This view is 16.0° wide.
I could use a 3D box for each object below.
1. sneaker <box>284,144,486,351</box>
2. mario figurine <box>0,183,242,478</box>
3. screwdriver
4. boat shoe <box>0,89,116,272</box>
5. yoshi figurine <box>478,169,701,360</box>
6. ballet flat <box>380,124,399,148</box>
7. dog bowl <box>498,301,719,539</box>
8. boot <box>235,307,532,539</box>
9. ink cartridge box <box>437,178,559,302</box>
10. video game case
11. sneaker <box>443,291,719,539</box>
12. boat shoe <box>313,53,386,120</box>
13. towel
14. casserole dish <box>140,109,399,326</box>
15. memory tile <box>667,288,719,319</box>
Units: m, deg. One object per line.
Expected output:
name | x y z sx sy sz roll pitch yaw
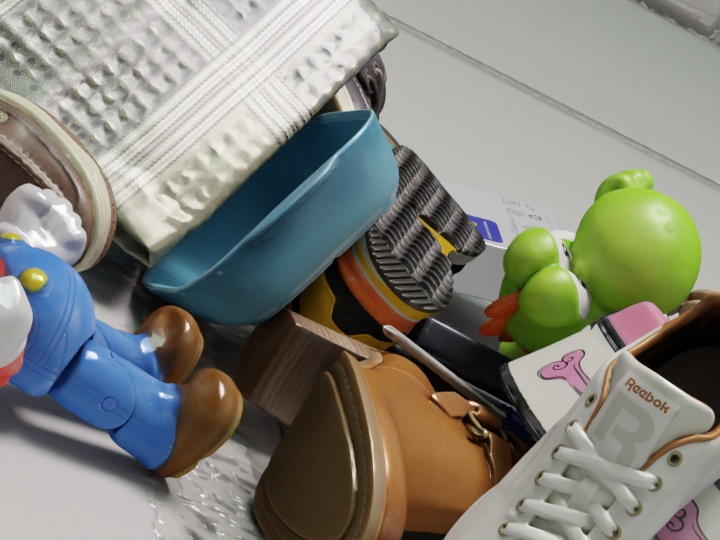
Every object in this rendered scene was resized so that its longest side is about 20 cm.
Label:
sneaker | 0.000 0.000 1.237 0.070 0.090 0.200 51 15 -5
mario figurine | -0.128 0.001 0.969 0.200 0.106 0.123 29 -22 -36
screwdriver | 0.061 0.059 1.196 0.028 0.029 0.200 26 -12 38
boat shoe | -0.199 -0.053 1.124 0.202 0.075 0.075 30 27 27
yoshi figurine | 0.132 0.012 1.240 0.112 0.112 0.200 29 -1 21
ballet flat | -0.058 -0.091 1.518 0.200 0.068 0.068 27 6 -12
dog bowl | 0.150 0.099 1.120 0.200 0.074 0.200 51 5 -6
boot | 0.034 0.090 1.073 0.155 0.074 0.200 29 16 -19
ink cartridge box | 0.017 -0.030 1.454 0.200 0.039 0.099 16 19 -9
video game case | 0.108 0.074 1.294 0.200 0.019 0.143 27 -3 -7
sneaker | 0.085 0.080 0.975 0.073 0.200 0.085 32 -28 21
boat shoe | -0.017 -0.098 1.367 0.065 0.072 0.200 5 21 -20
towel | -0.107 -0.122 1.218 0.193 0.035 0.200 45 58 1
casserole dish | -0.039 -0.020 1.171 0.039 0.121 0.200 49 -9 -10
memory tile | 0.212 0.067 1.429 0.200 0.017 0.153 32 -25 11
